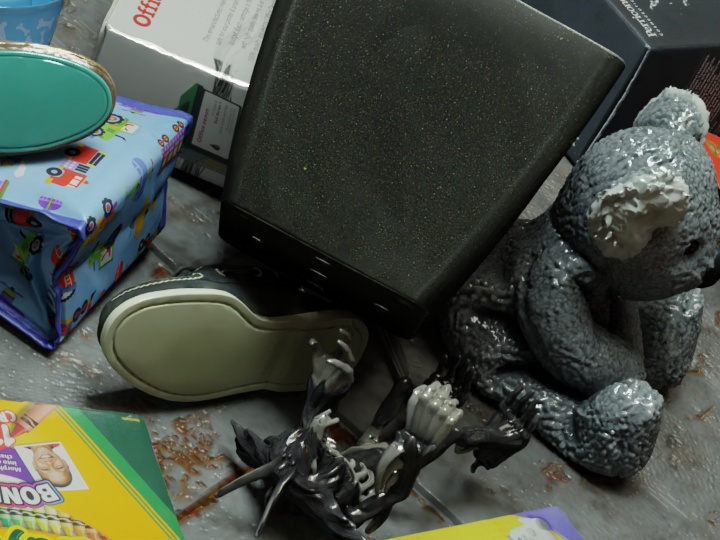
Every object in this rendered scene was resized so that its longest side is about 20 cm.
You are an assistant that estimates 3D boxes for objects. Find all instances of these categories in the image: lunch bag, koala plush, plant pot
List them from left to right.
[{"bbox_3d":[-0.224,-0.064,1.503,0.199,0.094,0.151,26,35,9],"label":"lunch bag"},{"bbox_3d":[0.017,-0.072,1.509,0.199,0.178,0.200,27,-10,0],"label":"plant pot"},{"bbox_3d":[0.156,-0.012,1.617,0.183,0.201,0.178,32,33,2],"label":"koala plush"}]

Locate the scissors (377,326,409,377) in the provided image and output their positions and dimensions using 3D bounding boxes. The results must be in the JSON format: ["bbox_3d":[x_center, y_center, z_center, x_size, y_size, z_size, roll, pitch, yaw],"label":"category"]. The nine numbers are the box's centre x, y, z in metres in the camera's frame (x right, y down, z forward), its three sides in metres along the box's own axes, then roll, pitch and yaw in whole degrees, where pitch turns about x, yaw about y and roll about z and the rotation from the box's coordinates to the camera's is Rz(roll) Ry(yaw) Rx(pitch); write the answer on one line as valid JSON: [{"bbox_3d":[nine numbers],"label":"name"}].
[{"bbox_3d":[0.000,0.000,1.653,0.073,0.014,0.201,22,35,-15],"label":"scissors"}]

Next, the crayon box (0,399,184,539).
[{"bbox_3d":[-0.193,0.125,1.290,0.199,0.058,0.119,8,39,-31],"label":"crayon box"}]

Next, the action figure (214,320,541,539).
[{"bbox_3d":[0.007,0.089,1.457,0.119,0.103,0.199,33,30,32],"label":"action figure"}]

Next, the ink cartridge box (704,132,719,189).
[{"bbox_3d":[0.350,-0.041,1.915,0.199,0.057,0.163,27,29,-38],"label":"ink cartridge box"}]

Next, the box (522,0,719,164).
[{"bbox_3d":[0.201,-0.192,1.965,0.196,0.124,0.200,-8,49,-41],"label":"box"}]

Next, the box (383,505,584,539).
[{"bbox_3d":[0.063,0.197,1.411,0.199,0.049,0.118,-8,49,-42],"label":"box"}]

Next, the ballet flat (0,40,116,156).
[{"bbox_3d":[-0.240,-0.093,1.442,0.199,0.068,0.072,-13,18,-14],"label":"ballet flat"}]

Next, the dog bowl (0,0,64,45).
[{"bbox_3d":[-0.278,-0.164,1.560,0.199,0.050,0.112,12,22,7],"label":"dog bowl"}]

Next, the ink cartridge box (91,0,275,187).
[{"bbox_3d":[-0.074,-0.123,1.679,0.199,0.085,0.146,22,33,-3],"label":"ink cartridge box"}]

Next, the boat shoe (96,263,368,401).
[{"bbox_3d":[-0.084,0.027,1.491,0.199,0.075,0.066,-1,34,-43],"label":"boat shoe"}]
